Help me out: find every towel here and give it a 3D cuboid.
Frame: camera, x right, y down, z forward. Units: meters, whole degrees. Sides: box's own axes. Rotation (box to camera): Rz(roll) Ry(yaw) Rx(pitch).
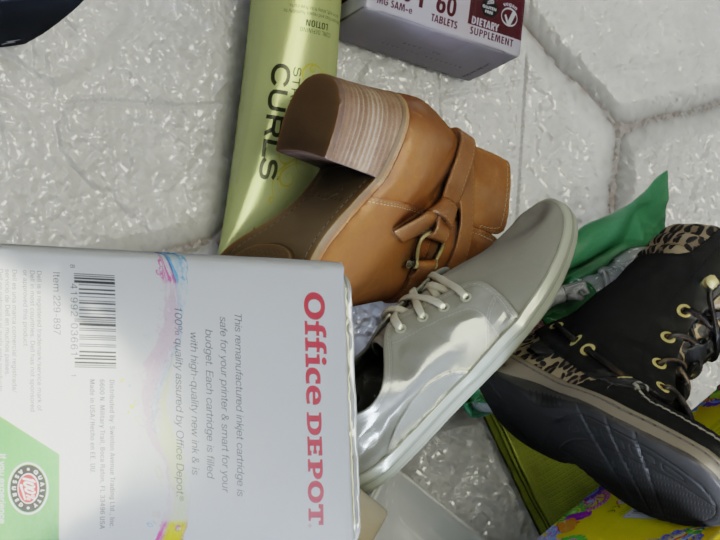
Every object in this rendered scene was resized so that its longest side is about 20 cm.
[{"bbox_3d":[0.115,0.084,1.293,0.086,0.018,0.201,-28,95,-30],"label":"towel"}]

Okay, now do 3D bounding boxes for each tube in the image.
[{"bbox_3d":[-0.039,-0.096,1.224,0.058,0.052,0.201,5,85,5],"label":"tube"}]

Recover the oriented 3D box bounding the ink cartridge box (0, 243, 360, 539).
[{"bbox_3d":[-0.106,0.067,1.037,0.199,0.087,0.146,2,81,-27],"label":"ink cartridge box"}]

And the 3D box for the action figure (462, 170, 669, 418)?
[{"bbox_3d":[0.116,0.033,1.259,0.199,0.055,0.119,-25,118,-27],"label":"action figure"}]

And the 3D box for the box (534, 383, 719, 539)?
[{"bbox_3d":[0.218,0.189,1.182,0.200,0.122,0.193,-34,109,-37],"label":"box"}]

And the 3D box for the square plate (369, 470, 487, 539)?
[{"bbox_3d":[0.039,0.246,1.211,0.200,0.028,0.199,39,63,-18],"label":"square plate"}]

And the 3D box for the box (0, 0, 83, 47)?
[{"bbox_3d":[-0.238,-0.213,1.099,0.148,0.104,0.201,-13,86,-32],"label":"box"}]

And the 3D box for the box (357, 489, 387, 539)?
[{"bbox_3d":[-0.095,0.107,1.132,0.200,0.078,0.095,39,65,-18],"label":"box"}]

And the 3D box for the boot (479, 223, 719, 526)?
[{"bbox_3d":[0.168,0.049,1.150,0.150,0.200,0.073,-38,117,-19],"label":"boot"}]

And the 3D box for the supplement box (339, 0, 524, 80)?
[{"bbox_3d":[0.046,-0.226,1.291,0.108,0.061,0.201,14,72,-26],"label":"supplement box"}]

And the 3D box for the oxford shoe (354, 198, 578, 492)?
[{"bbox_3d":[0.044,0.031,1.176,0.200,0.075,0.058,-47,110,-11],"label":"oxford shoe"}]

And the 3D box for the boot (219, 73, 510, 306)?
[{"bbox_3d":[0.000,0.000,1.210,0.155,0.077,0.201,21,85,-44],"label":"boot"}]
